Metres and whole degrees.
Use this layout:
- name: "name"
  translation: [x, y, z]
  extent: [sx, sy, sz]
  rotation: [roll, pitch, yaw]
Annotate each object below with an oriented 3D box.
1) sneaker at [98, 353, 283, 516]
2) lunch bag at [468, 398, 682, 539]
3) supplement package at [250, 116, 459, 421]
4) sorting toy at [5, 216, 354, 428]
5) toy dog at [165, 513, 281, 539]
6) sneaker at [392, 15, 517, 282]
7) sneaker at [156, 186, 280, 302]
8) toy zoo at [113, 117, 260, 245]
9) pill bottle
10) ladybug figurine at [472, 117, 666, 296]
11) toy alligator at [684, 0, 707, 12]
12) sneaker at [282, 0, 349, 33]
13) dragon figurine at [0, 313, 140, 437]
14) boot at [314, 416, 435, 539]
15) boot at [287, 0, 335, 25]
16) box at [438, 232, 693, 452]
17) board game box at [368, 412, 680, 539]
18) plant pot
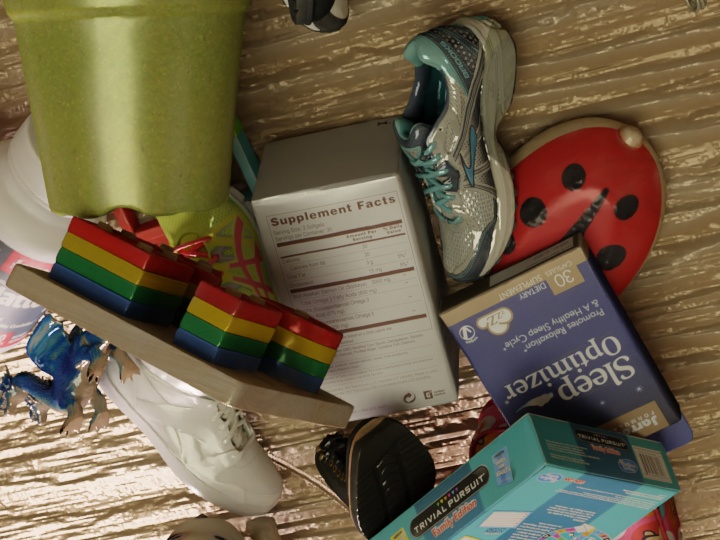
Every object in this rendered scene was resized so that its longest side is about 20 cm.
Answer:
- name: "sneaker"
  translation: [-0.121, 0.116, 1.608]
  extent: [0.200, 0.074, 0.116]
  rotation: [43, 130, -10]
- name: "lunch bag"
  translation: [0.168, 0.195, 1.585]
  extent: [0.176, 0.082, 0.200]
  rotation: [-9, 112, 15]
- name: "supplement package"
  translation: [0.000, 0.000, 1.494]
  extent: [0.117, 0.117, 0.200]
  rotation: [-11, 115, 9]
- name: "sorting toy"
  translation: [-0.115, 0.033, 1.379]
  extent: [0.200, 0.199, 0.070]
  rotation: [25, 92, 24]
- name: "toy dog"
  translation: [-0.126, 0.293, 1.635]
  extent: [0.139, 0.194, 0.200]
  rotation: [5, 138, 20]
- name: "sneaker"
  translation: [0.061, -0.088, 1.436]
  extent: [0.078, 0.086, 0.200]
  rotation: [13, 110, 51]
- name: "sneaker"
  translation: [-0.110, 0.011, 1.517]
  extent: [0.078, 0.090, 0.200]
  rotation: [-18, 113, 37]
- name: "toy zoo"
  translation: [-0.132, -0.048, 1.561]
  extent: [0.131, 0.020, 0.200]
  rotation: [-16, 113, 20]
- name: "pill bottle"
  translation: [-0.273, -0.034, 1.532]
  extent: [0.120, 0.120, 0.200]
  rotation: [37, 126, -8]
- name: "ladybug figurine"
  translation: [0.156, -0.028, 1.476]
  extent: [0.136, 0.072, 0.200]
  rotation: [27, 120, -2]
- name: "toy alligator"
  translation: [0.220, -0.281, 1.341]
  extent: [0.054, 0.059, 0.200]
  rotation: [-32, 112, -17]
- name: "sneaker"
  translation: [-0.029, -0.267, 1.391]
  extent: [0.080, 0.074, 0.200]
  rotation: [-5, 117, 13]
- name: "dragon figurine"
  translation: [-0.236, 0.067, 1.586]
  extent: [0.099, 0.059, 0.200]
  rotation: [46, 122, 29]
- name: "boot"
  translation: [-0.004, 0.157, 1.547]
  extent: [0.077, 0.138, 0.200]
  rotation: [-32, 140, -17]
- name: "boot"
  translation: [0.051, -0.251, 1.350]
  extent: [0.200, 0.066, 0.165]
  rotation: [-1, 114, -11]
- name: "box"
  translation: [0.161, 0.081, 1.467]
  extent: [0.121, 0.032, 0.200]
  rotation: [-27, 111, 16]
- name: "board game box"
  translation: [0.120, 0.190, 1.474]
  extent: [0.151, 0.047, 0.200]
  rotation: [16, 135, -39]
- name: "plant pot"
  translation: [-0.165, -0.134, 1.390]
  extent: [0.200, 0.200, 0.184]
  rotation: [0, 97, 13]
